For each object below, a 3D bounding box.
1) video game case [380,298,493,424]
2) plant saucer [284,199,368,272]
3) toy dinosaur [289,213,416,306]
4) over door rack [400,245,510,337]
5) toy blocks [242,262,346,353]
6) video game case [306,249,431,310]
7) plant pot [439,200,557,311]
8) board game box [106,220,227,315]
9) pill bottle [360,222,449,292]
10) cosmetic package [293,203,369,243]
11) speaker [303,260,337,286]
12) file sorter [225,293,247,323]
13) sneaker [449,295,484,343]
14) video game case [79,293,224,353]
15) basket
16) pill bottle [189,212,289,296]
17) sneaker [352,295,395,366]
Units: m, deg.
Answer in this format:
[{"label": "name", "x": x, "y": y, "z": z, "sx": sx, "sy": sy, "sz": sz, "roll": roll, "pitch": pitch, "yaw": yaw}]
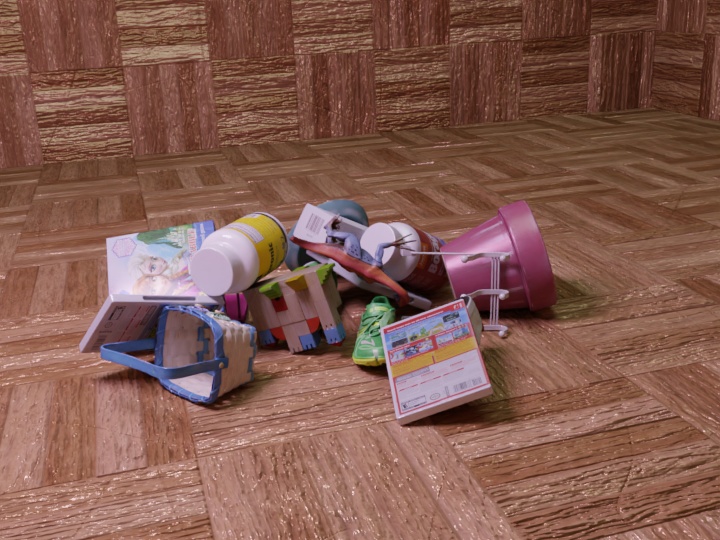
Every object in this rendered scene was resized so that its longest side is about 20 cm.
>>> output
[{"label": "video game case", "x": 0.108, "y": 0.132, "z": 1.260, "sx": 0.142, "sy": 0.018, "sz": 0.201, "roll": -20, "pitch": 36, "yaw": 8}, {"label": "plant saucer", "x": -0.065, "y": -0.057, "z": 1.745, "sx": 0.198, "sy": 0.202, "sz": 0.027, "roll": -13, "pitch": 44, "yaw": -28}, {"label": "toy dinosaur", "x": 0.000, "y": 0.000, "z": 1.452, "sx": 0.199, "sy": 0.105, "sz": 0.182, "roll": -24, "pitch": 63, "yaw": -30}, {"label": "over door rack", "x": 0.159, "y": 0.039, "z": 1.481, "sx": 0.197, "sy": 0.150, "sz": 0.067, "roll": 4, "pitch": 14, "yaw": 17}, {"label": "toy blocks", "x": -0.106, "y": 0.074, "z": 1.441, "sx": 0.198, "sy": 0.138, "sz": 0.100, "roll": -15, "pitch": 11, "yaw": 26}, {"label": "video game case", "x": 0.014, "y": 0.014, "z": 1.622, "sx": 0.181, "sy": 0.022, "sz": 0.200, "roll": 20, "pitch": 7, "yaw": -38}, {"label": "plant pot", "x": 0.249, "y": -0.008, "z": 1.567, "sx": 0.177, "sy": 0.202, "sz": 0.200, "roll": -17, "pitch": 18, "yaw": 5}, {"label": "board game box", "x": -0.344, "y": 0.017, "z": 1.498, "sx": 0.197, "sy": 0.041, "sz": 0.202, "roll": -11, "pitch": 58, "yaw": -6}, {"label": "pill bottle", "x": 0.090, "y": -0.027, "z": 1.627, "sx": 0.111, "sy": 0.114, "sz": 0.199, "roll": 13, "pitch": -2, "yaw": 39}, {"label": "cosmetic package", "x": -0.024, "y": -0.060, "z": 1.662, "sx": 0.199, "sy": 0.075, "sz": 0.101, "roll": 21, "pitch": 7, "yaw": -45}, {"label": "speaker", "x": -0.091, "y": 0.047, "z": 1.584, "sx": 0.087, "sy": 0.090, "sz": 0.200, "roll": -1, "pitch": 19, "yaw": 5}, {"label": "file sorter", "x": -0.320, "y": 0.027, "z": 1.610, "sx": 0.197, "sy": 0.127, "sz": 0.139, "roll": -3, "pitch": 18, "yaw": -2}, {"label": "sneaker", "x": 0.150, "y": 0.133, "z": 1.334, "sx": 0.072, "sy": 0.085, "sz": 0.200, "roll": -12, "pitch": 31, "yaw": 43}, {"label": "video game case", "x": -0.337, "y": 0.087, "z": 1.375, "sx": 0.198, "sy": 0.143, "sz": 0.018, "roll": 3, "pitch": 51, "yaw": -41}, {"label": "basket", "x": -0.271, "y": 0.126, "z": 1.291, "sx": 0.175, "sy": 0.141, "sz": 0.199, "roll": 12, "pitch": 15, "yaw": 37}, {"label": "pill bottle", "x": -0.209, "y": -0.026, "z": 1.454, "sx": 0.110, "sy": 0.113, "sz": 0.200, "roll": 4, "pitch": 18, "yaw": 19}, {"label": "sneaker", "x": 0.023, "y": 0.100, "z": 1.415, "sx": 0.073, "sy": 0.085, "sz": 0.200, "roll": -2, "pitch": 19, "yaw": 2}]
